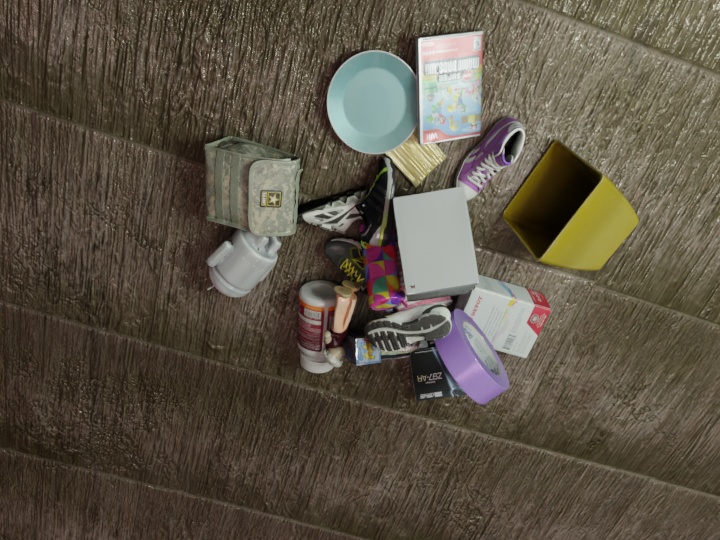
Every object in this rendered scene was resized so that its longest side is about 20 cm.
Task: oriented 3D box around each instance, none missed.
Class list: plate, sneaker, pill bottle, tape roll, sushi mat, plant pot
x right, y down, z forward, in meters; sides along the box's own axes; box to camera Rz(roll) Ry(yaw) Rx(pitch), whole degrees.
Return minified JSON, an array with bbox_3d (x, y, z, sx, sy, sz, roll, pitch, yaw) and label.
[{"bbox_3d":[0.028,-0.341,1.125,0.194,0.026,0.205,0,116,1],"label":"plate"},{"bbox_3d":[0.029,-0.148,1.162,0.080,0.072,0.206,4,78,-1],"label":"sneaker"},{"bbox_3d":[0.266,-0.222,1.147,0.071,0.115,0.203,26,115,-14],"label":"sneaker"},{"bbox_3d":[-0.099,0.137,1.327,0.106,0.110,0.205,5,116,-2],"label":"pill bottle"},{"bbox_3d":[0.241,0.185,1.204,0.065,0.201,0.200,-38,111,18],"label":"tape roll"},{"bbox_3d":[0.000,0.000,1.259,0.197,0.085,0.075,31,127,-4],"label":"sneaker"},{"bbox_3d":[0.088,-0.281,1.174,0.095,0.012,0.200,-39,109,20],"label":"sushi mat"},{"bbox_3d":[0.103,0.118,1.180,0.195,0.080,0.075,-9,111,19],"label":"sneaker"},{"bbox_3d":[0.454,-0.116,1.160,0.173,0.202,0.202,23,115,-22],"label":"plant pot"},{"bbox_3d":[-0.069,-0.115,1.223,0.195,0.075,0.090,-13,114,7],"label":"sneaker"}]

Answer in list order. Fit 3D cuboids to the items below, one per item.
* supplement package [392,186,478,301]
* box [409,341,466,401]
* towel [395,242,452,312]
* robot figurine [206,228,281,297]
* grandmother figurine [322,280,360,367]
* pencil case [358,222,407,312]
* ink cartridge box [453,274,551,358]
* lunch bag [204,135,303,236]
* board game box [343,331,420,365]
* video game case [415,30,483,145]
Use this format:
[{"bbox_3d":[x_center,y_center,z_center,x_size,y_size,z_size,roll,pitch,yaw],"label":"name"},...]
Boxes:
[{"bbox_3d":[0.152,-0.047,1.146,0.143,0.200,0.197,-8,83,5],"label":"supplement package"},{"bbox_3d":[0.227,0.247,1.415,0.194,0.044,0.164,-8,115,4],"label":"box"},{"bbox_3d":[0.128,0.020,1.313,0.143,0.030,0.204,-18,115,10],"label":"towel"},{"bbox_3d":[-0.267,-0.020,1.249,0.200,0.114,0.168,-45,142,20],"label":"robot figurine"},{"bbox_3d":[-0.047,0.130,1.240,0.060,0.120,0.205,26,120,29],"label":"grandmother figurine"},{"bbox_3d":[0.047,-0.011,1.203,0.086,0.205,0.089,-8,160,-3],"label":"pencil case"},{"bbox_3d":[0.329,0.106,1.322,0.195,0.083,0.148,16,117,-7],"label":"ink cartridge box"},{"bbox_3d":[-0.218,-0.171,1.149,0.195,0.118,0.168,15,118,15],"label":"lunch bag"},{"bbox_3d":[0.043,0.178,1.295,0.194,0.200,0.064,-3,89,3],"label":"board game box"},{"bbox_3d":[0.179,-0.365,1.107,0.139,0.017,0.205,-12,117,-14],"label":"video game case"}]
